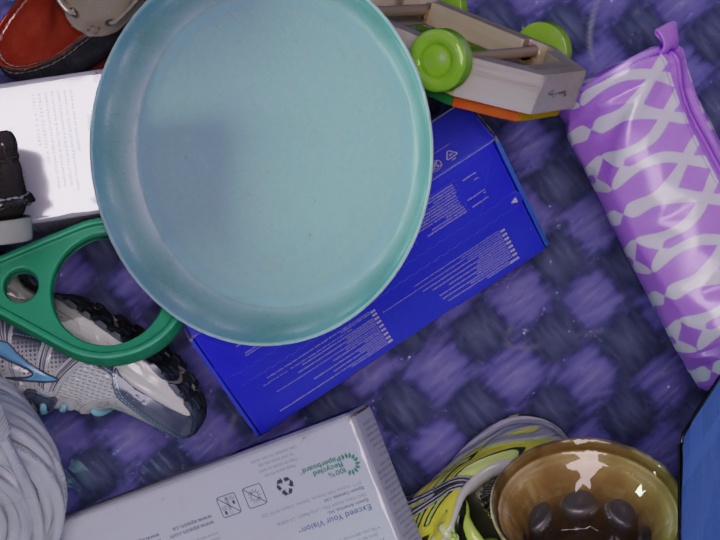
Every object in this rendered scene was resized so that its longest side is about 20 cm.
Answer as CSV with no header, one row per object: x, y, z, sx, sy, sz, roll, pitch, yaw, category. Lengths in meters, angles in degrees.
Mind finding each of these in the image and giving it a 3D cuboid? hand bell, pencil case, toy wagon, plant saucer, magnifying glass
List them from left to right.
-0.190,0.010,1.209,0.198,0.022,0.080,3,72,2,magnifying glass
-0.049,-0.062,1.160,0.199,0.027,0.202,3,96,25,plant saucer
0.023,-0.134,1.221,0.199,0.155,0.040,24,107,22,toy wagon
0.120,0.200,1.224,0.103,0.104,0.201,-3,128,-2,hand bell
0.185,-0.030,1.255,0.084,0.085,0.201,-31,92,-44,pencil case

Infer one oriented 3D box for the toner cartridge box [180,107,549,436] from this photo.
0.000,0.000,1.248,0.199,0.095,0.043,-33,45,-2,toner cartridge box

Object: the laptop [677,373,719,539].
0.253,0.124,1.200,0.198,0.116,0.189,-7,119,-4,laptop

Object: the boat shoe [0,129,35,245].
-0.250,-0.053,1.212,0.200,0.071,0.061,9,104,40,boat shoe

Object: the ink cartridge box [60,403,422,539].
-0.048,0.199,1.235,0.195,0.043,0.201,-21,91,21,ink cartridge box

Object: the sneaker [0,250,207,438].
-0.180,0.052,1.258,0.199,0.078,0.087,28,94,9,sneaker

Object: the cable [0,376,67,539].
-0.254,0.133,1.191,0.199,0.200,0.069,-32,54,-1,cable

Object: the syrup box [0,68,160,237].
-0.112,-0.072,1.253,0.198,0.081,0.079,-9,87,-1,syrup box

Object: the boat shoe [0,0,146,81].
-0.134,-0.168,1.233,0.199,0.062,0.072,-32,73,23,boat shoe

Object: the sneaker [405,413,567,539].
0.037,0.155,1.253,0.200,0.076,0.075,-45,92,0,sneaker
